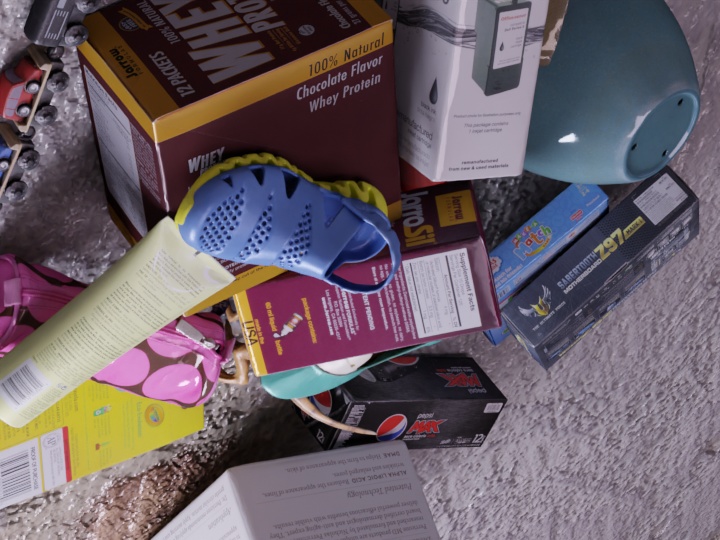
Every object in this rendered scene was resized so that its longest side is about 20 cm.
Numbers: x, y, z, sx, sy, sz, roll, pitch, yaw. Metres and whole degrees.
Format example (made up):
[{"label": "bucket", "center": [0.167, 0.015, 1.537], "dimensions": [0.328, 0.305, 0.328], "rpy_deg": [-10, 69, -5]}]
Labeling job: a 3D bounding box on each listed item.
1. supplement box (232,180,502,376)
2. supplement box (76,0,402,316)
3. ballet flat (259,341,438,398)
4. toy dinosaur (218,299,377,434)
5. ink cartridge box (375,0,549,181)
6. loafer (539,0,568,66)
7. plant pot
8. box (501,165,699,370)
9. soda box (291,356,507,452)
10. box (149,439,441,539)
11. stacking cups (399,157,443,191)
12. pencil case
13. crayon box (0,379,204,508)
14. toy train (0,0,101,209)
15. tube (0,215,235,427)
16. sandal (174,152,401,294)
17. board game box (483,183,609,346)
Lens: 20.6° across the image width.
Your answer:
[{"label": "supplement box", "center": [0.003, 0.004, 1.571], "dimensions": [0.200, 0.110, 0.086], "rpy_deg": [-12, 118, 3]}, {"label": "supplement box", "center": [-0.087, -0.111, 1.486], "dimensions": [0.197, 0.133, 0.200], "rpy_deg": [-25, 139, -19]}, {"label": "ballet flat", "center": [0.009, 0.048, 1.640], "dimensions": [0.200, 0.067, 0.070], "rpy_deg": [-22, 178, -24]}, {"label": "toy dinosaur", "center": [-0.077, 0.070, 1.668], "dimensions": [0.060, 0.106, 0.200], "rpy_deg": [-41, 113, -54]}, {"label": "ink cartridge box", "center": [0.068, -0.187, 1.500], "dimensions": [0.084, 0.146, 0.200], "rpy_deg": [-6, 116, -27]}, {"label": "loafer", "center": [0.158, -0.249, 1.572], "dimensions": [0.067, 0.076, 0.200], "rpy_deg": [28, 93, -15]}, {"label": "plant pot", "center": [0.206, -0.149, 1.665], "dimensions": [0.200, 0.135, 0.200], "rpy_deg": [-33, 147, -24]}, {"label": "box", "center": [0.221, 0.000, 1.803], "dimensions": [0.200, 0.051, 0.158], "rpy_deg": [-41, 165, 1]}, {"label": "soda box", "center": [0.038, 0.125, 1.864], "dimensions": [0.200, 0.071, 0.063], "rpy_deg": [3, 126, -41]}, {"label": "box", "center": [-0.063, 0.263, 1.809], "dimensions": [0.200, 0.131, 0.199], "rpy_deg": [-5, 155, -36]}, {"label": "stacking cups", "center": [0.058, -0.037, 1.744], "dimensions": [0.060, 0.061, 0.200], "rpy_deg": [-22, 135, -23]}, {"label": "pencil case", "center": [-0.201, 0.045, 1.538], "dimensions": [0.200, 0.094, 0.091], "rpy_deg": [15, 80, -29]}, {"label": "crayon box", "center": [-0.228, 0.111, 1.646], "dimensions": [0.200, 0.051, 0.127], "rpy_deg": [-19, 136, -24]}, {"label": "toy train", "center": [-0.240, -0.127, 1.424], "dimensions": [0.046, 0.034, 0.200], "rpy_deg": [4, 123, -38]}, {"label": "tube", "center": [-0.191, 0.041, 1.453], "dimensions": [0.200, 0.052, 0.058], "rpy_deg": [-37, 165, 15]}, {"label": "sandal", "center": [-0.042, -0.029, 1.427], "dimensions": [0.200, 0.087, 0.080], "rpy_deg": [4, 126, -40]}, {"label": "board game box", "center": [0.163, -0.006, 1.813], "dimensions": [0.151, 0.037, 0.200], "rpy_deg": [-40, 165, -2]}]
